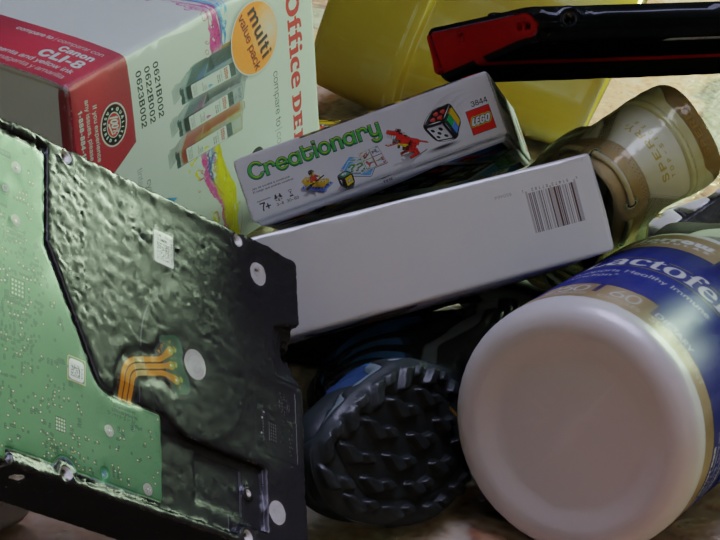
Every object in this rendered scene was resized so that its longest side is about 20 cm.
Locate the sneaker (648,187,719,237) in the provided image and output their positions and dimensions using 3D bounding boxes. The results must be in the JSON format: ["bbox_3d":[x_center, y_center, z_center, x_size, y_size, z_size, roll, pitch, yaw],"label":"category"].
[{"bbox_3d":[0.238,-0.036,1.374,0.200,0.067,0.090,-40,31,-7],"label":"sneaker"}]

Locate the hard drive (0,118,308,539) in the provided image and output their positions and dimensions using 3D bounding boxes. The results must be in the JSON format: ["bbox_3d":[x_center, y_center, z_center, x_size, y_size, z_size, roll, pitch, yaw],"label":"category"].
[{"bbox_3d":[-0.097,0.033,0.965,0.038,0.140,0.200,-20,-29,32],"label":"hard drive"}]

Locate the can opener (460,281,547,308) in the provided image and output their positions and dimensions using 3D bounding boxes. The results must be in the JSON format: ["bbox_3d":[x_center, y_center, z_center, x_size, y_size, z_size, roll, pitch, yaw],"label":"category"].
[{"bbox_3d":[0.135,0.023,1.311,0.199,0.054,0.067,16,19,26],"label":"can opener"}]

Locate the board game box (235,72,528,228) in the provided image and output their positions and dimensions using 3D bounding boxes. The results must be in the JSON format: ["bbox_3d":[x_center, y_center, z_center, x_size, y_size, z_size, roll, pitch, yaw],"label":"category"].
[{"bbox_3d":[0.016,-0.054,1.245,0.126,0.035,0.200,-19,-3,6],"label":"board game box"}]

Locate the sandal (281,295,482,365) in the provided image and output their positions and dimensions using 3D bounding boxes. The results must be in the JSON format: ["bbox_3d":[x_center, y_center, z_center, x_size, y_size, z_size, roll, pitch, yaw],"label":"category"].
[{"bbox_3d":[0.002,0.020,1.274,0.200,0.048,0.075,5,19,-6],"label":"sandal"}]

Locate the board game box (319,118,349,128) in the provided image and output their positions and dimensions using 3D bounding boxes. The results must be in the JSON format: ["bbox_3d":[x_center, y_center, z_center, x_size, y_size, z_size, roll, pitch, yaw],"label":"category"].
[{"bbox_3d":[0.034,-0.049,1.512,0.126,0.035,0.200,-4,22,-32],"label":"board game box"}]

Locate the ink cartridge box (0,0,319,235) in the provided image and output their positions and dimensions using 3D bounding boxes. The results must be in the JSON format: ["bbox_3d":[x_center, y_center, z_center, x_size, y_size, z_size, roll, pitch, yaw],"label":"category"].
[{"bbox_3d":[-0.135,-0.086,1.320,0.144,0.146,0.200,18,35,32],"label":"ink cartridge box"}]

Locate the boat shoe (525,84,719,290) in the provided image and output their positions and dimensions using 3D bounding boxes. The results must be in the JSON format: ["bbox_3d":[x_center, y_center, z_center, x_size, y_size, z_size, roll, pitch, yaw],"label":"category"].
[{"bbox_3d":[0.109,-0.030,1.220,0.063,0.073,0.201,-31,-2,-22],"label":"boat shoe"}]

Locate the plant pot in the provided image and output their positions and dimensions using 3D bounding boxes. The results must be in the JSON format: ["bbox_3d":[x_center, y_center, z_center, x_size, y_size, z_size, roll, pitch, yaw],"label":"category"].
[{"bbox_3d":[0.091,-0.182,1.706,0.188,0.201,0.201,25,21,4],"label":"plant pot"}]

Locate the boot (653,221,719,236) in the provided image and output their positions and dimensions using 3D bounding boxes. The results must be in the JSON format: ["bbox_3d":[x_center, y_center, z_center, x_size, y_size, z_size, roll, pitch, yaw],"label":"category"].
[{"bbox_3d":[0.234,-0.048,1.234,0.199,0.132,0.070,5,15,34],"label":"boot"}]

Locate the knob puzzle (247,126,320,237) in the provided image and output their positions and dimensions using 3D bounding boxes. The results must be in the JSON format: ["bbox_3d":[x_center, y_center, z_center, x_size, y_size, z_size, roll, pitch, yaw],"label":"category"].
[{"bbox_3d":[-0.109,-0.052,1.439,0.219,0.031,0.220,-2,29,1],"label":"knob puzzle"}]

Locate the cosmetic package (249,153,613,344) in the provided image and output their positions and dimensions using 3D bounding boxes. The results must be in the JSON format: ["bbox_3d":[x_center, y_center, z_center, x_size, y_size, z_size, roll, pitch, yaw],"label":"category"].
[{"bbox_3d":[0.000,0.000,1.168,0.199,0.052,0.151,-15,0,-14],"label":"cosmetic package"}]

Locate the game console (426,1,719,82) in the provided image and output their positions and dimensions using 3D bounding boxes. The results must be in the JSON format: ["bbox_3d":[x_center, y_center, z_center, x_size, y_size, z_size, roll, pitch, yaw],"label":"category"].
[{"bbox_3d":[0.145,-0.118,1.212,0.199,0.031,0.177,-4,-2,-15],"label":"game console"}]

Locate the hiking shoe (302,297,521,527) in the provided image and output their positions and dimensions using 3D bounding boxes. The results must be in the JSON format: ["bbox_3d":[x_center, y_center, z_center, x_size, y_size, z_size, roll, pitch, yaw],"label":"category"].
[{"bbox_3d":[0.009,0.070,1.129,0.086,0.075,0.200,-8,9,29],"label":"hiking shoe"}]

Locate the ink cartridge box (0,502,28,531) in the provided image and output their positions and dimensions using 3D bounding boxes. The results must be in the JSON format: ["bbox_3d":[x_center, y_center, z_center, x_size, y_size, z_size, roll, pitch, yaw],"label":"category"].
[{"bbox_3d":[-0.237,0.041,0.967,0.146,0.147,0.200,16,20,25],"label":"ink cartridge box"}]

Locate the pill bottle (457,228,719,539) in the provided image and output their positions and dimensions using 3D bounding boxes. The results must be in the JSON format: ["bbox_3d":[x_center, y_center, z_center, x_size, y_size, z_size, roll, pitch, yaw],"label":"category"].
[{"bbox_3d":[0.135,0.047,1.142,0.115,0.116,0.200,16,20,24],"label":"pill bottle"}]
